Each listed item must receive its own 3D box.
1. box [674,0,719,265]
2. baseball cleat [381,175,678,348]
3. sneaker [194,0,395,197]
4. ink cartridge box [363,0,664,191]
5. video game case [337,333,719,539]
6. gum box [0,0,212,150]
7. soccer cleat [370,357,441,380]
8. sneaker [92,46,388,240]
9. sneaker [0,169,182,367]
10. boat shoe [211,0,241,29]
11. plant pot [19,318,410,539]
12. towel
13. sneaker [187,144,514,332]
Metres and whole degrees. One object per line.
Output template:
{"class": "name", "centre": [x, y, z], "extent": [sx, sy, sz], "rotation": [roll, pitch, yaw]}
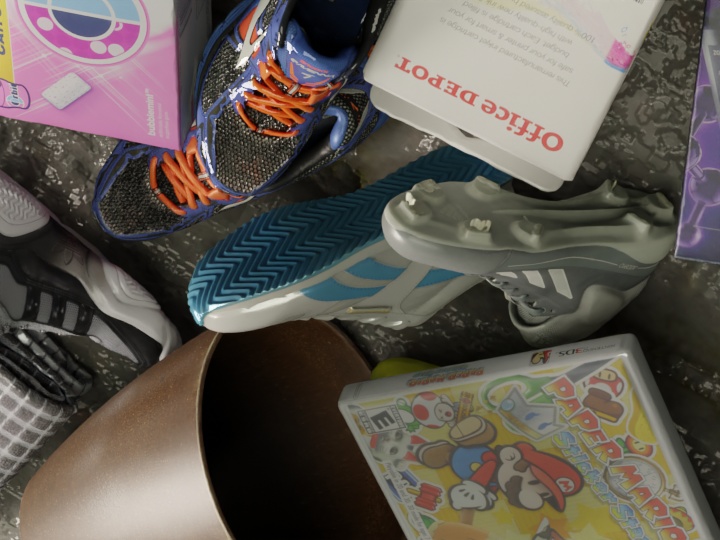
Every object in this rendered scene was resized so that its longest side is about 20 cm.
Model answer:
{"class": "box", "centre": [0.254, -0.102, 1.342], "extent": [0.147, 0.104, 0.201], "rotation": [7, 113, 10]}
{"class": "baseball cleat", "centre": [0.090, 0.001, 1.394], "extent": [0.199, 0.070, 0.107], "rotation": [0, 128, -32]}
{"class": "sneaker", "centre": [-0.033, -0.118, 1.311], "extent": [0.075, 0.079, 0.201], "rotation": [19, 121, -15]}
{"class": "ink cartridge box", "centre": [0.096, -0.157, 1.345], "extent": [0.128, 0.125, 0.201], "rotation": [27, 117, 1]}
{"class": "video game case", "centre": [0.106, 0.132, 1.451], "extent": [0.181, 0.023, 0.201], "rotation": [-11, 123, 25]}
{"class": "gum box", "centre": [-0.141, -0.164, 1.319], "extent": [0.113, 0.066, 0.201], "rotation": [11, 138, 8]}
{"class": "soccer cleat", "centre": [0.101, 0.095, 1.486], "extent": [0.200, 0.065, 0.084], "rotation": [30, 113, -4]}
{"class": "sneaker", "centre": [-0.074, -0.072, 1.439], "extent": [0.199, 0.078, 0.076], "rotation": [-28, 104, 22]}
{"class": "sneaker", "centre": [-0.201, 0.023, 1.478], "extent": [0.114, 0.075, 0.200], "rotation": [-51, 124, -3]}
{"class": "boat shoe", "centre": [-0.113, -0.137, 1.437], "extent": [0.199, 0.065, 0.072], "rotation": [-14, 110, 19]}
{"class": "plant pot", "centre": [-0.103, 0.137, 1.503], "extent": [0.199, 0.187, 0.187], "rotation": [-22, 106, 36]}
{"class": "towel", "centre": [-0.291, 0.066, 1.555], "extent": [0.200, 0.086, 0.166], "rotation": [41, 115, -5]}
{"class": "sneaker", "centre": [0.000, 0.000, 1.426], "extent": [0.199, 0.077, 0.081], "rotation": [-19, 126, -10]}
